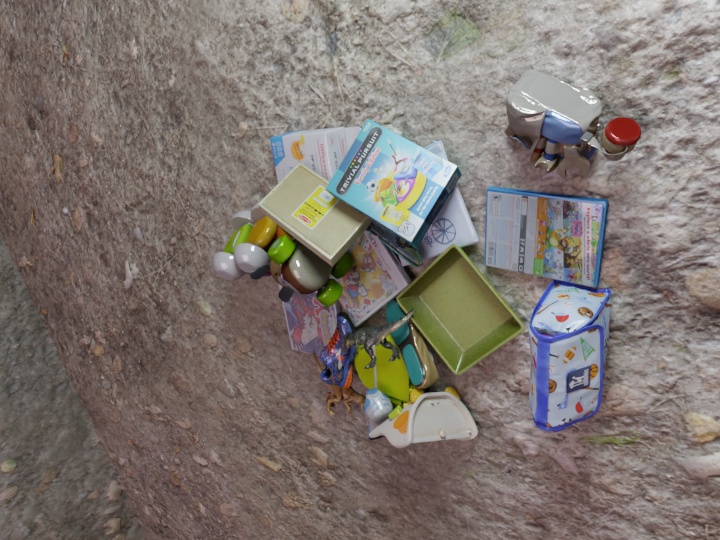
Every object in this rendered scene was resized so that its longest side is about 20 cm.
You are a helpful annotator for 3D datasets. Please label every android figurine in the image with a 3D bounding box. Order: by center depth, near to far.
[{"bbox_3d":[0.064,0.219,1.245,0.197,0.041,0.185,12,118,34],"label":"android figurine"}]

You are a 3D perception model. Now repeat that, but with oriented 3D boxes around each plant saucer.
[{"bbox_3d":[0.193,0.073,1.066,0.201,0.048,0.200,51,133,8],"label":"plant saucer"}]

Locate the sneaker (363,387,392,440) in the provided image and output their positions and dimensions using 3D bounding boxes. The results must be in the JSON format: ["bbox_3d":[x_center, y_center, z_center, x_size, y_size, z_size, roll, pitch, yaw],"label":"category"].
[{"bbox_3d":[0.041,0.337,1.288,0.202,0.071,0.073,89,162,-52],"label":"sneaker"}]

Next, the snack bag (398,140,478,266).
[{"bbox_3d":[0.115,-0.121,1.056,0.187,0.021,0.203,-19,95,42],"label":"snack bag"}]

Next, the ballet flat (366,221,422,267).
[{"bbox_3d":[0.050,-0.085,1.069,0.199,0.074,0.075,36,129,17],"label":"ballet flat"}]

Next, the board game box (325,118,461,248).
[{"bbox_3d":[0.056,-0.158,0.992,0.199,0.047,0.152,33,92,22],"label":"board game box"}]

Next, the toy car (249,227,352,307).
[{"bbox_3d":[-0.146,0.003,1.166,0.164,0.159,0.199,42,132,-21],"label":"toy car"}]

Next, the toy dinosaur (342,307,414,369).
[{"bbox_3d":[0.036,0.149,1.143,0.198,0.047,0.090,-24,74,34],"label":"toy dinosaur"}]

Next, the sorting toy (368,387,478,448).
[{"bbox_3d":[0.112,0.326,1.178,0.179,0.198,0.109,-36,56,44],"label":"sorting toy"}]

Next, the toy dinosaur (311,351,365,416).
[{"bbox_3d":[-0.059,0.298,1.385,0.199,0.060,0.107,34,104,15],"label":"toy dinosaur"}]

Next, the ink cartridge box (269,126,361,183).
[{"bbox_3d":[-0.086,-0.227,1.136,0.197,0.068,0.117,5,114,37],"label":"ink cartridge box"}]

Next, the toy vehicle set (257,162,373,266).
[{"bbox_3d":[-0.086,-0.112,1.058,0.199,0.124,0.027,37,164,23],"label":"toy vehicle set"}]

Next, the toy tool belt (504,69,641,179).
[{"bbox_3d":[0.302,-0.201,0.819,0.199,0.125,0.124,36,160,24],"label":"toy tool belt"}]

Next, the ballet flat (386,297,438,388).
[{"bbox_3d":[0.108,0.150,1.155,0.069,0.062,0.203,-43,55,41],"label":"ballet flat"}]

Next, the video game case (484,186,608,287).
[{"bbox_3d":[0.304,-0.059,0.933,0.198,0.018,0.146,13,118,34],"label":"video game case"}]

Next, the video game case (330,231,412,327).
[{"bbox_3d":[0.000,0.000,1.192,0.200,0.023,0.184,-42,76,43],"label":"video game case"}]

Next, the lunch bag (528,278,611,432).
[{"bbox_3d":[0.327,0.134,0.883,0.122,0.199,0.173,9,116,35],"label":"lunch bag"}]

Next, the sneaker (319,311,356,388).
[{"bbox_3d":[-0.053,0.187,1.267,0.076,0.077,0.203,-111,24,-63],"label":"sneaker"}]

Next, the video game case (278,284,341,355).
[{"bbox_3d":[-0.117,0.115,1.355,0.180,0.023,0.203,6,114,37],"label":"video game case"}]

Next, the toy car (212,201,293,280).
[{"bbox_3d":[-0.237,-0.051,1.304,0.198,0.177,0.150,-15,137,42],"label":"toy car"}]
